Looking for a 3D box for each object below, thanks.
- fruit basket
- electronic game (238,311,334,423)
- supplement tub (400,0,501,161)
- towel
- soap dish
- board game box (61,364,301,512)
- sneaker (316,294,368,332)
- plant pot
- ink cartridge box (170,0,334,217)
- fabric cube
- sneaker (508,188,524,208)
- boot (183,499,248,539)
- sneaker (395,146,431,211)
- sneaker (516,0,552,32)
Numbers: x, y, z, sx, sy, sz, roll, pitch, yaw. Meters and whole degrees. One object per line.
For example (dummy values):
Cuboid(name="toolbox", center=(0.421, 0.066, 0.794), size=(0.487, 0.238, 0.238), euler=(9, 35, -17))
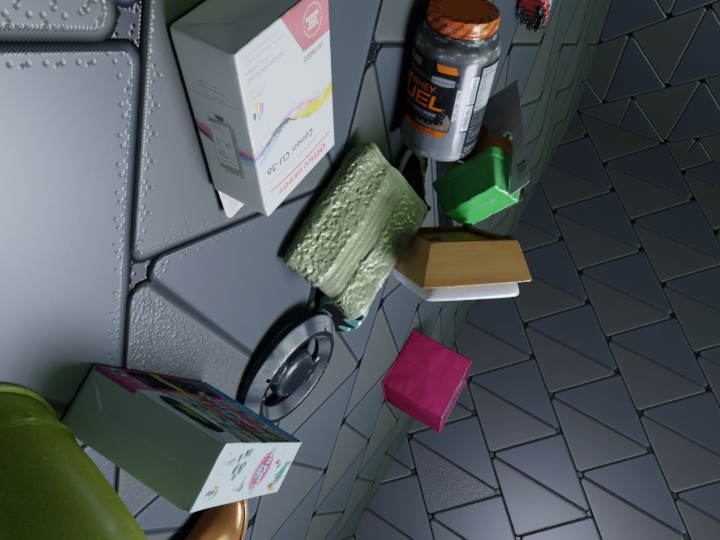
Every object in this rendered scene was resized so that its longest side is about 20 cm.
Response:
Cuboid(name="fruit basket", center=(0.194, -0.181, 0.914), size=(0.184, 0.093, 0.203), euler=(-28, -135, 44))
Cuboid(name="electronic game", center=(-0.106, 0.150, 0.845), size=(0.200, 0.041, 0.202), euler=(-45, 155, -27))
Cuboid(name="supplement tub", center=(0.126, -0.270, 0.796), size=(0.123, 0.121, 0.202), euler=(-48, 156, -38))
Cuboid(name="towel", center=(0.000, -0.053, 0.743), size=(0.202, 0.148, 0.036), euler=(-56, -156, -14))
Cuboid(name="soap dish", center=(0.133, -0.018, 0.820), size=(0.200, 0.154, 0.083), euler=(-138, -134, -74))
Cuboid(name="board game box", center=(-0.159, 0.160, 0.548), size=(0.065, 0.146, 0.200), euler=(-62, 162, -10))
Cuboid(name="sneaker", center=(0.000, 0.000, 0.892), size=(0.201, 0.077, 0.141), euler=(-53, -167, 43))
Cuboid(name="plant pot", center=(-0.223, 0.212, 0.364), size=(0.201, 0.191, 0.202), euler=(-53, 159, -30))
Cuboid(name="ink cartridge box", center=(-0.080, -0.136, 0.492), size=(0.117, 0.067, 0.202), euler=(-52, 159, -30))
Cuboid(name="fabric cube", center=(0.201, 0.335, 1.699), size=(0.202, 0.197, 0.197), euler=(-56, 160, -20))
Cuboid(name="sneaker", center=(0.575, -0.294, 2.092), size=(0.200, 0.070, 0.077), euler=(-42, 152, -50))
Cuboid(name="boot", center=(-0.239, 0.397, 0.770), size=(0.203, 0.073, 0.154), euler=(-66, 158, -1))
Cuboid(name="sneaker", center=(0.089, -0.128, 0.945), size=(0.203, 0.082, 0.072), euler=(-63, 162, -2))
Cuboid(name="sneaker", center=(0.361, -0.569, 1.124), size=(0.099, 0.070, 0.201), euler=(-58, 160, -8))
